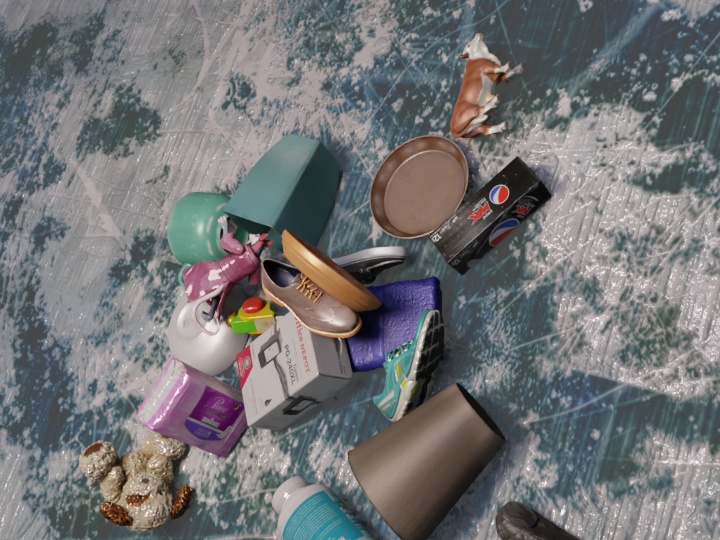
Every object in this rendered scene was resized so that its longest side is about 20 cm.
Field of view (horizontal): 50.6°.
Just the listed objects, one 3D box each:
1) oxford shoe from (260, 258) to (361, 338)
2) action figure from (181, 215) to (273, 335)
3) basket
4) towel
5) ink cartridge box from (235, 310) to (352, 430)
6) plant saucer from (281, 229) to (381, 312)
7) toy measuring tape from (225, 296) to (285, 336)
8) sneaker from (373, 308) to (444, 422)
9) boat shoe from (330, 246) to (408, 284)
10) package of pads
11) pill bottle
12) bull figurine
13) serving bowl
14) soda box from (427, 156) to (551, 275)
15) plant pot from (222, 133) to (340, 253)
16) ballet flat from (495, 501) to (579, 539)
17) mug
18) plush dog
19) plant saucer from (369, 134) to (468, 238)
[{"bbox_3d":[-0.087,0.045,1.248,0.198,0.073,0.072,26,65,20],"label":"oxford shoe"},{"bbox_3d":[-0.247,-0.004,1.423,0.199,0.134,0.149,-38,26,12],"label":"action figure"},{"bbox_3d":[0.105,0.274,1.136,0.200,0.136,0.181,-43,57,6],"label":"basket"},{"bbox_3d":[0.051,0.095,1.300,0.198,0.049,0.150,-11,69,31],"label":"towel"},{"bbox_3d":[-0.119,0.167,1.329,0.200,0.083,0.147,-39,52,32],"label":"ink cartridge box"},{"bbox_3d":[-0.053,0.006,1.245,0.200,0.200,0.038,39,93,38],"label":"plant saucer"},{"bbox_3d":[-0.160,0.082,1.440,0.197,0.074,0.075,-7,66,13],"label":"toy measuring tape"},{"bbox_3d":[0.072,0.148,1.203,0.079,0.077,0.202,30,111,27],"label":"sneaker"},{"bbox_3d":[0.000,0.000,1.366,0.198,0.068,0.057,-13,79,32],"label":"boat shoe"},{"bbox_3d":[-0.289,0.247,1.361,0.075,0.200,0.121,32,85,43],"label":"package of pads"},{"bbox_3d":[-0.056,0.413,1.192,0.199,0.111,0.111,38,92,37],"label":"pill bottle"},{"bbox_3d":[0.218,-0.326,1.351,0.121,0.065,0.203,3,74,47],"label":"bull figurine"},{"bbox_3d":[-0.314,0.108,1.521,0.198,0.066,0.203,-14,63,29],"label":"serving bowl"},{"bbox_3d":[0.213,-0.089,1.258,0.200,0.063,0.071,-42,54,12],"label":"soda box"},{"bbox_3d":[-0.133,-0.150,1.473,0.140,0.141,0.202,19,74,37],"label":"plant pot"},{"bbox_3d":[0.268,0.390,1.036,0.066,0.057,0.199,-27,45,-32],"label":"ballet flat"},{"bbox_3d":[-0.294,-0.062,1.536,0.113,0.151,0.188,7,108,33],"label":"mug"},{"bbox_3d":[-0.410,0.410,1.411,0.172,0.198,0.162,45,130,47],"label":"plush dog"},{"bbox_3d":[0.108,-0.146,1.371,0.198,0.034,0.203,-14,62,28],"label":"plant saucer"}]
